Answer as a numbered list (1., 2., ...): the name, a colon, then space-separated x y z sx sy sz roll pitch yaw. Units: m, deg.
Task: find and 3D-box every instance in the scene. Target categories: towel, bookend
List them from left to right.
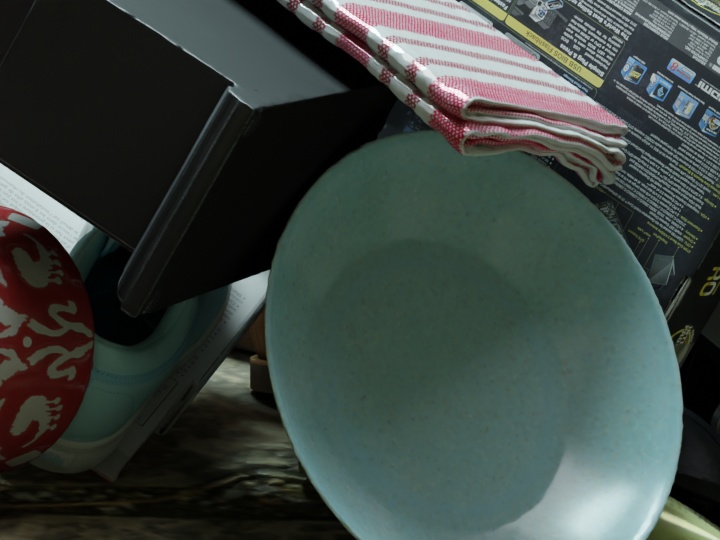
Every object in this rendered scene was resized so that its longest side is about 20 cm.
1. bookend: -0.109 -0.084 1.182 0.199 0.092 0.200 33 15 10
2. towel: 0.008 -0.102 1.241 0.200 0.030 0.146 39 16 27

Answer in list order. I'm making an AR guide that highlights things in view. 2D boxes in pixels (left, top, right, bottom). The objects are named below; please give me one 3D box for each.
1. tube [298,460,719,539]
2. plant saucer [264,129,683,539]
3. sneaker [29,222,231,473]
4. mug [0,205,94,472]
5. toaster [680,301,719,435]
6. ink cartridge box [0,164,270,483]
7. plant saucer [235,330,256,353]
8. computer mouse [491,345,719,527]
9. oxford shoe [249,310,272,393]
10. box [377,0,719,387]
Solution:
1. tube: 0.074 0.093 1.286 0.200 0.052 0.058 17 43 3
2. plant saucer: 0.040 0.043 1.216 0.201 0.201 0.039 6 -22 -30
3. sneaker: -0.085 0.001 1.257 0.074 0.082 0.200 30 38 -8
4. mug: -0.198 0.004 1.106 0.133 0.178 0.200 -6 -4 30
5. toaster: 0.229 -0.004 1.388 0.200 0.181 0.119 -19 50 -33
6. ink cartridge box: -0.156 0.000 1.307 0.200 0.045 0.176 36 39 2
7. plant saucer: -0.052 0.012 1.584 0.200 0.035 0.200 11 10 -2
8. computer mouse: 0.085 0.056 1.321 0.200 0.046 0.140 16 -20 17
9. oxford shoe: 0.043 0.015 1.451 0.200 0.071 0.071 -5 5 -18
10. box: 0.087 -0.064 1.311 0.200 0.161 0.049 36 17 26
